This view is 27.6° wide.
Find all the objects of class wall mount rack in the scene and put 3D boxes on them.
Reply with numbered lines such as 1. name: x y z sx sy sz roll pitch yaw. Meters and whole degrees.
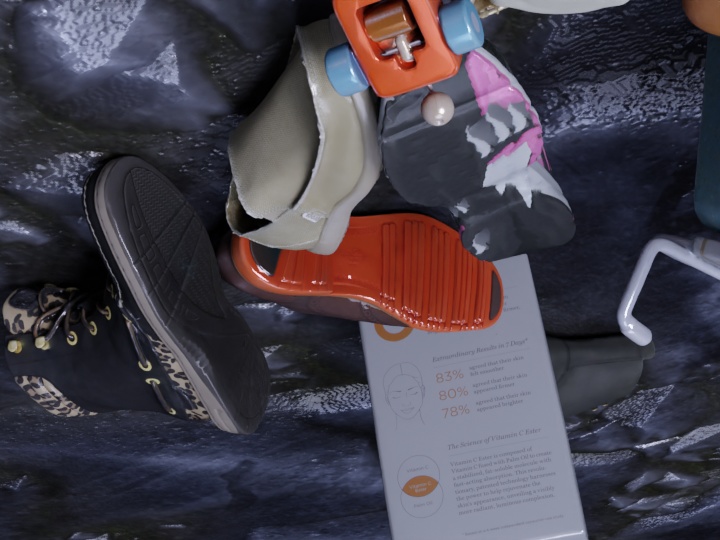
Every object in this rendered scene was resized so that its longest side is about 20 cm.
1. wall mount rack: 0.229 0.044 0.727 0.173 0.075 0.200 24 178 -32

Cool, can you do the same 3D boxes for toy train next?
1. toy train: 0.059 -0.154 0.603 0.199 0.056 0.150 -21 120 23

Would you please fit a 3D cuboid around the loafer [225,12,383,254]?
1. loafer: -0.034 -0.061 0.774 0.068 0.076 0.200 -9 154 -13

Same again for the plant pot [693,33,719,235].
1. plant pot: 0.283 -0.071 0.738 0.199 0.197 0.196 -3 162 38

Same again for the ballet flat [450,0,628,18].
1. ballet flat: 0.129 -0.152 0.660 0.199 0.070 0.070 -11 153 4

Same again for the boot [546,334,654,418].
1. boot: 0.138 0.114 1.178 0.138 0.078 0.200 -3 154 -23

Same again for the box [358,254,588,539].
1. box: 0.076 0.107 0.997 0.124 0.201 0.098 -12 153 7

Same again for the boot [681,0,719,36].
1. boot: 0.206 -0.058 0.577 0.199 0.156 0.077 8 174 34

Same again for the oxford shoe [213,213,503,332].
1. oxford shoe: 0.000 0.000 0.930 0.199 0.072 0.072 15 162 -28

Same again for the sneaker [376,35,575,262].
1. sneaker: 0.051 -0.077 0.755 0.080 0.087 0.200 -19 154 8

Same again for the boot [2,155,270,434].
1. boot: -0.154 0.022 0.886 0.150 0.073 0.200 -3 134 28
